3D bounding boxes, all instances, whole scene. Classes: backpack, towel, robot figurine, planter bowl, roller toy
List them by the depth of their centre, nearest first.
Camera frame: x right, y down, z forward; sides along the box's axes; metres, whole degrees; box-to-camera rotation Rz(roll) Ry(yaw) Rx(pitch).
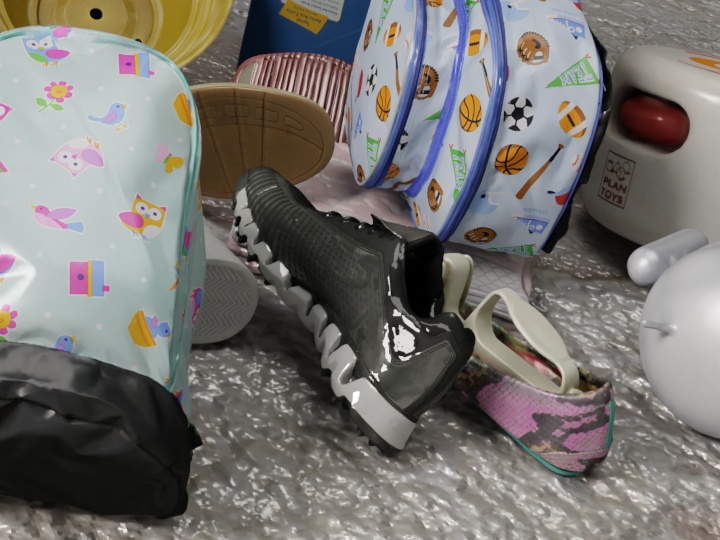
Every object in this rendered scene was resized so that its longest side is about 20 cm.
[{"bbox_3d":[-0.134,-0.005,0.651,0.165,0.127,0.201,13,58,-13],"label":"backpack"},{"bbox_3d":[0.239,0.032,0.863,0.169,0.114,0.199,36,32,28],"label":"robot figurine"},{"bbox_3d":[0.074,-0.108,0.911,0.153,0.201,0.191,-1,39,-17],"label":"backpack"},{"bbox_3d":[0.018,-0.032,0.962,0.198,0.032,0.191,15,26,-2],"label":"towel"},{"bbox_3d":[0.255,-0.075,1.054,0.198,0.141,0.182,17,16,13],"label":"roller toy"},{"bbox_3d":[-0.195,-0.208,1.085,0.198,0.084,0.202,4,70,-12],"label":"planter bowl"}]

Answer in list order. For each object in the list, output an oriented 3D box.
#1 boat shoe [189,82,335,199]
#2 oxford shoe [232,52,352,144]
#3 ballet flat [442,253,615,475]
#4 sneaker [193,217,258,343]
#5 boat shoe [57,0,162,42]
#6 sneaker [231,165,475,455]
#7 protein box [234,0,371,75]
[{"bbox_3d":[-0.116,-0.086,0.918,0.198,0.072,0.065,-2,19,-4],"label":"boat shoe"},{"bbox_3d":[0.002,-0.112,1.094,0.198,0.071,0.075,17,0,6],"label":"oxford shoe"},{"bbox_3d":[0.061,0.035,0.809,0.199,0.072,0.069,33,32,31],"label":"ballet flat"},{"bbox_3d":[-0.165,-0.016,0.795,0.199,0.074,0.116,11,23,-30],"label":"sneaker"},{"bbox_3d":[-0.204,-0.249,1.216,0.090,0.071,0.201,13,28,-15],"label":"boat shoe"},{"bbox_3d":[0.000,0.000,0.787,0.066,0.090,0.201,38,14,-50],"label":"sneaker"},{"bbox_3d":[0.030,-0.230,1.162,0.197,0.201,0.135,20,26,10],"label":"protein box"}]
